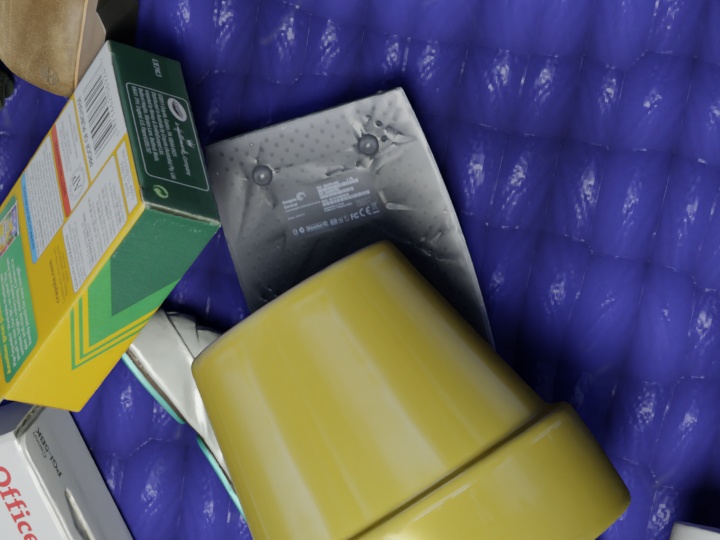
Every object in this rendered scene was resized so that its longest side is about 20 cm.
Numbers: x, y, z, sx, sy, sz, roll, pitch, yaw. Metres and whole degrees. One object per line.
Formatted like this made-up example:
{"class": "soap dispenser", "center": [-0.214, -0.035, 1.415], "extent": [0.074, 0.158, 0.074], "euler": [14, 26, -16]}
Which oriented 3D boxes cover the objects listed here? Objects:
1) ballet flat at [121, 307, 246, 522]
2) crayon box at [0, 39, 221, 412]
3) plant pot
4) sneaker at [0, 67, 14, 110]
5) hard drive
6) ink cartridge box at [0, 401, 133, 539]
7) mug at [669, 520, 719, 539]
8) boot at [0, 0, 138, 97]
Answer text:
{"class": "ballet flat", "center": [-0.084, 0.078, 1.069], "extent": [0.069, 0.069, 0.200], "euler": [-32, 103, 17]}
{"class": "crayon box", "center": [-0.157, -0.013, 0.997], "extent": [0.051, 0.126, 0.200], "euler": [14, 132, -34]}
{"class": "plant pot", "center": [0.012, 0.095, 0.950], "extent": [0.201, 0.201, 0.189], "euler": [-33, 85, 17]}
{"class": "sneaker", "center": [-0.265, -0.047, 1.048], "extent": [0.086, 0.080, 0.200], "euler": [22, 115, -10]}
{"class": "hard drive", "center": [0.000, 0.000, 1.035], "extent": [0.135, 0.042, 0.200], "euler": [-16, 105, 14]}
{"class": "ink cartridge box", "center": [-0.253, 0.178, 1.110], "extent": [0.200, 0.083, 0.147], "euler": [-20, 104, 15]}
{"class": "mug", "center": [0.214, 0.240, 1.012], "extent": [0.147, 0.200, 0.176], "euler": [16, 84, -35]}
{"class": "boot", "center": [-0.159, -0.192, 0.989], "extent": [0.075, 0.074, 0.200], "euler": [18, 112, 10]}
